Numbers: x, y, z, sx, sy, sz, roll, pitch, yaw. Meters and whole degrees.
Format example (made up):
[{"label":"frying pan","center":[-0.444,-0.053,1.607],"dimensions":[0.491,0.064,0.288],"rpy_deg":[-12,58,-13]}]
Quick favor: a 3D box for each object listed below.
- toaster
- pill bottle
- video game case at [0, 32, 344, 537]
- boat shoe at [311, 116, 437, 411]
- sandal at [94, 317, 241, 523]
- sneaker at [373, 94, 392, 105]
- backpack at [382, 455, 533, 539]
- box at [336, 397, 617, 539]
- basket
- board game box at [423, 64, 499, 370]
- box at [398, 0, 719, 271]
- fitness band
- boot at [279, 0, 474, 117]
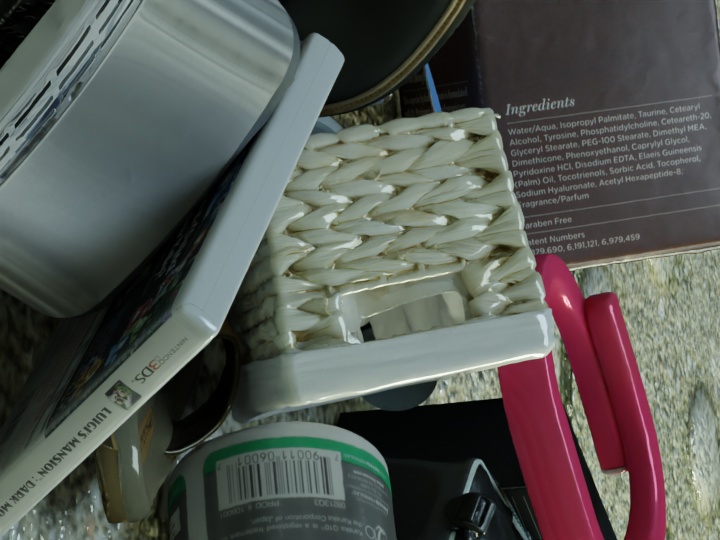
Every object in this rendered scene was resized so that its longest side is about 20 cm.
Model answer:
[{"label":"toaster","center":[-0.117,-0.082,0.964],"dimensions":[0.114,0.200,0.129],"rpy_deg":[47,10,30]},{"label":"pill bottle","center":[-0.032,0.184,1.141],"dimensions":[0.113,0.113,0.201],"rpy_deg":[51,27,-53]},{"label":"video game case","center":[-0.089,0.008,1.027],"dimensions":[0.023,0.182,0.200],"rpy_deg":[38,39,-13]},{"label":"boat shoe","center":[-0.009,-0.020,1.375],"dimensions":[0.091,0.071,0.201],"rpy_deg":[-89,160,-58]},{"label":"sandal","center":[-0.085,0.049,1.146],"dimensions":[0.200,0.054,0.081],"rpy_deg":[-80,162,-59]},{"label":"sneaker","center":[-0.055,-0.117,1.288],"dimensions":[0.200,0.108,0.070],"rpy_deg":[-128,-158,-72]},{"label":"backpack","center":[0.037,0.215,1.298],"dimensions":[0.200,0.150,0.178],"rpy_deg":[51,44,-40]},{"label":"box","center":[0.075,0.172,1.421],"dimensions":[0.079,0.141,0.200],"rpy_deg":[-77,152,-46]},{"label":"basket","center":[0.000,0.000,1.181],"dimensions":[0.200,0.135,0.124],"rpy_deg":[150,-72,-77]},{"label":"board game box","center":[0.043,-0.019,1.353],"dimensions":[0.158,0.039,0.201],"rpy_deg":[-73,149,-82]},{"label":"box","center":[0.124,-0.104,1.503],"dimensions":[0.166,0.164,0.201],"rpy_deg":[-172,-105,-74]},{"label":"fitness band","center":[0.122,0.087,1.333],"dimensions":[0.144,0.037,0.201],"rpy_deg":[-44,119,-61]},{"label":"boot","center":[-0.054,-0.105,1.098],"dimensions":[0.138,0.200,0.078],"rpy_deg":[2,61,-65]}]
